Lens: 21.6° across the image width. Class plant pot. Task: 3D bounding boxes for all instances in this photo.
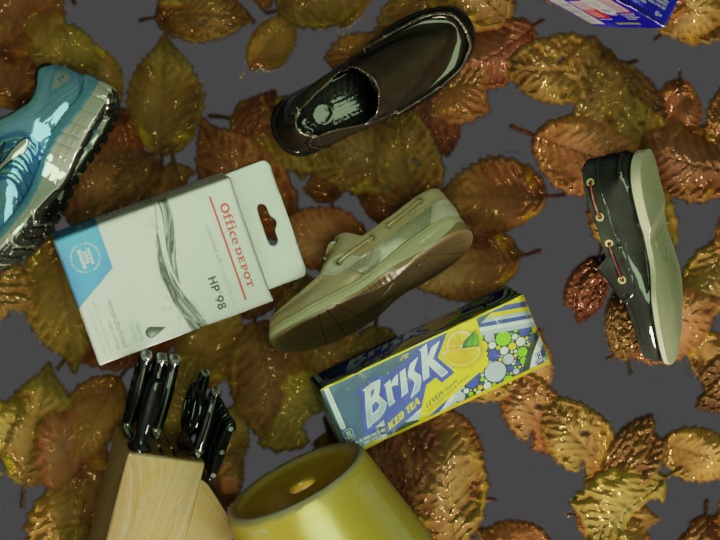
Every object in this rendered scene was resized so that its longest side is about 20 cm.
[{"bbox_3d":[-0.014,0.258,1.596,0.200,0.201,0.190,-27,102,-6],"label":"plant pot"}]

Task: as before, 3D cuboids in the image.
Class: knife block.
[{"bbox_3d":[-0.190,0.175,1.613,0.199,0.064,0.176,-33,113,-4],"label":"knife block"}]

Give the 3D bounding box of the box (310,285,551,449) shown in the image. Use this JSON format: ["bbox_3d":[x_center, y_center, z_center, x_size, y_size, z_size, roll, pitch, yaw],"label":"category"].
[{"bbox_3d":[0.060,0.088,1.664,0.199,0.064,0.070,-25,100,-7],"label":"box"}]

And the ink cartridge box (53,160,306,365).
[{"bbox_3d":[-0.151,-0.010,1.616,0.199,0.067,0.116,-21,98,-7],"label":"ink cartridge box"}]

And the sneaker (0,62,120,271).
[{"bbox_3d":[-0.288,-0.086,1.594,0.090,0.078,0.201,32,86,8],"label":"sneaker"}]

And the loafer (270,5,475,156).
[{"bbox_3d":[0.018,-0.159,1.626,0.200,0.071,0.073,-34,100,-4],"label":"loafer"}]

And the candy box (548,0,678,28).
[{"bbox_3d":[0.244,-0.311,1.600,0.077,0.169,0.201,27,90,-15],"label":"candy box"}]

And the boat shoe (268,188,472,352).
[{"bbox_3d":[0.000,0.000,1.649,0.199,0.072,0.065,-33,64,0],"label":"boat shoe"}]

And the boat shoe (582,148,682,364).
[{"bbox_3d":[0.246,-0.011,1.689,0.063,0.074,0.202,-6,110,27],"label":"boat shoe"}]
